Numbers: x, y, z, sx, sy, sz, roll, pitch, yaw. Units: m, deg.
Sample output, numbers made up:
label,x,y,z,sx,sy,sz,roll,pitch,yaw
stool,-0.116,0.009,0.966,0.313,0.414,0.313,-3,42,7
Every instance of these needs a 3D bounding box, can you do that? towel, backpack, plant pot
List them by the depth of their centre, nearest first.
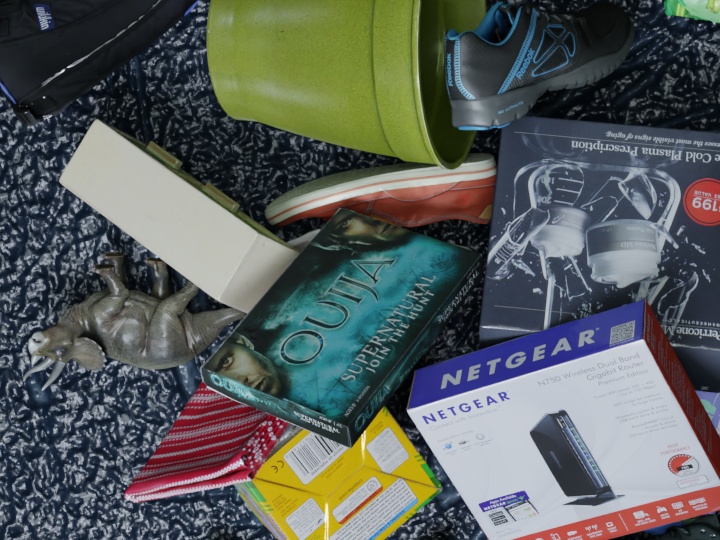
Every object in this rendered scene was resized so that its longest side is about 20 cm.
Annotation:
label,x,y,z,sx,sy,sz,roll,pitch,yaw
towel,-0.092,0.097,1.458,0.144,0.201,0.023,-16,120,42
plant pot,-0.015,-0.184,1.504,0.191,0.200,0.203,2,90,19
backpack,-0.241,-0.250,1.526,0.199,0.183,0.148,-32,65,-4

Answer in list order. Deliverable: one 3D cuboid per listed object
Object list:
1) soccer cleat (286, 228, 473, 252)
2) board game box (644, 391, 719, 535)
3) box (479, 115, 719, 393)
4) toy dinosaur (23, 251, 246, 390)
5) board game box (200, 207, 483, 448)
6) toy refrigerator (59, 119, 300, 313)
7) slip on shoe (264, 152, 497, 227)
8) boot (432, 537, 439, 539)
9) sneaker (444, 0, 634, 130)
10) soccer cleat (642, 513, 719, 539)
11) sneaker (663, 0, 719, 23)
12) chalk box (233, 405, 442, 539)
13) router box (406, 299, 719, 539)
label,x,y,z,sx,sy,sz,roll,pitch,yaw
soccer cleat,0.000,0.000,1.532,0.198,0.070,0.078,-6,128,14
board game box,0.206,0.127,1.534,0.198,0.045,0.154,14,92,7
box,0.201,-0.013,1.479,0.198,0.104,0.184,5,71,7
toy dinosaur,-0.183,0.043,1.578,0.198,0.077,0.103,3,103,-13
board game box,-0.012,0.038,1.423,0.134,0.028,0.200,19,49,26
toy refrigerator,-0.147,-0.046,1.526,0.199,0.076,0.070,34,94,31
slip on shoe,0.018,-0.054,1.549,0.198,0.074,0.062,-7,102,6
boot,-0.043,0.272,1.559,0.199,0.073,0.183,25,91,13
sneaker,0.145,-0.182,1.482,0.073,0.199,0.083,7,120,47
soccer cleat,0.247,0.234,1.481,0.198,0.068,0.082,3,69,8
sneaker,0.290,-0.227,1.516,0.200,0.074,0.084,44,92,15
chalk box,-0.047,0.141,1.500,0.124,0.200,0.124,-39,112,-9
router box,0.163,0.129,1.436,0.198,0.049,0.180,-19,122,24
